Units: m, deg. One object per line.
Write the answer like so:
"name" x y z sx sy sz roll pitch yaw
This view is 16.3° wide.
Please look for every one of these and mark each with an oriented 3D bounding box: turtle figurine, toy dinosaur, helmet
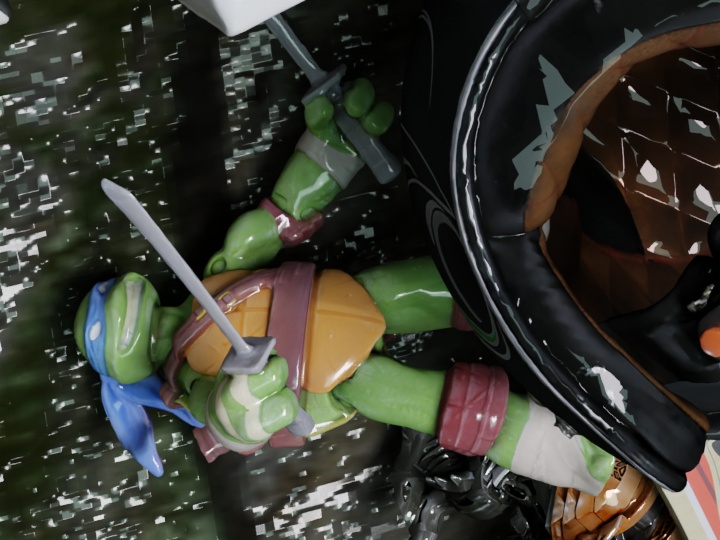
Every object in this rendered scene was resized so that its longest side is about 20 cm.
"turtle figurine" 0.000 0.000 0.865 0.192 0.144 0.202 9 111 -3
"toy dinosaur" 0.081 0.081 0.934 0.200 0.135 0.103 -41 109 -37
"helmet" 0.107 -0.037 0.784 0.198 0.191 0.202 1 100 7

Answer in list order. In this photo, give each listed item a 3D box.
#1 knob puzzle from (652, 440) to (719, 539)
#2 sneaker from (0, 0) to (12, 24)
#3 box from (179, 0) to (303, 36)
"knob puzzle" 0.211 0.084 0.900 0.218 0.030 0.222 -5 106 -17
"sneaker" -0.135 -0.154 0.775 0.079 0.074 0.201 10 141 -2
"box" -0.016 -0.205 0.772 0.198 0.200 0.172 -27 117 -11
